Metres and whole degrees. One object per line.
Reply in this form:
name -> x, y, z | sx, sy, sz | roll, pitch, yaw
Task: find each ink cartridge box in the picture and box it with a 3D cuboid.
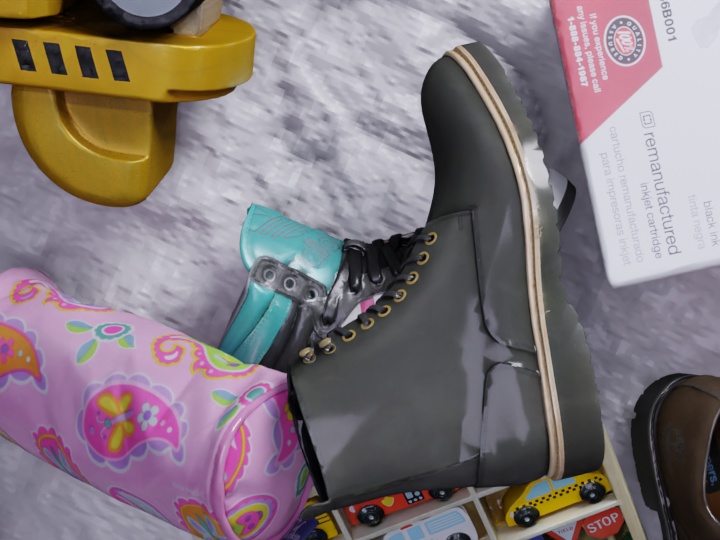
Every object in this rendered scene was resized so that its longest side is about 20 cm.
ink cartridge box -> 0.199, -0.083, 1.164 | 0.198, 0.084, 0.146 | -12, 91, 6

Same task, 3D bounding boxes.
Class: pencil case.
pencil case -> -0.104, 0.064, 1.167 | 0.199, 0.087, 0.088 | 19, 96, 36

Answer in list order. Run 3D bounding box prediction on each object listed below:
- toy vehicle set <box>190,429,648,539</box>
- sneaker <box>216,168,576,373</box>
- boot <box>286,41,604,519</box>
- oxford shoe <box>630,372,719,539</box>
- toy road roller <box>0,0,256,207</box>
toy vehicle set -> 0.031, 0.127, 1.193 | 0.199, 0.027, 0.125 | -21, 124, 7
sneaker -> 0.000, 0.000, 1.195 | 0.121, 0.084, 0.200 | 42, 98, -7
boot -> 0.019, 0.004, 1.106 | 0.137, 0.078, 0.202 | -12, 73, -9
oxford shoe -> 0.187, 0.147, 1.172 | 0.072, 0.084, 0.201 | -22, 95, -21
toy road roller -> -0.149, -0.113, 1.185 | 0.198, 0.123, 0.147 | 7, 105, 5
